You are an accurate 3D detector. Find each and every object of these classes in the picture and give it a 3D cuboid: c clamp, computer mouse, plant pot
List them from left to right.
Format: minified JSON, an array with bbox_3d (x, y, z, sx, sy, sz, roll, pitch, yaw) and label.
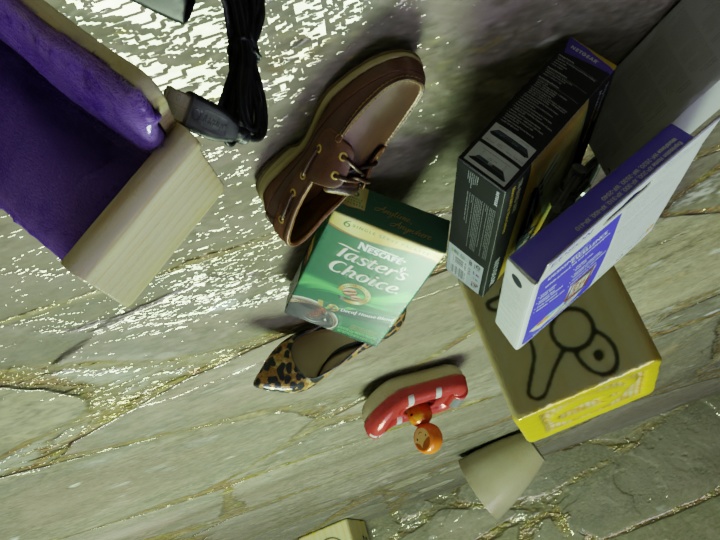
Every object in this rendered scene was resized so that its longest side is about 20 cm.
[{"bbox_3d":[-0.114,-0.142,0.378,0.045,0.144,0.199,-15,158,23],"label":"computer mouse"},{"bbox_3d":[0.403,0.544,2.083,0.199,0.189,0.187,-38,152,6],"label":"plant pot"},{"bbox_3d":[0.186,-0.036,0.757,0.171,0.027,0.202,-45,160,-40],"label":"c clamp"}]

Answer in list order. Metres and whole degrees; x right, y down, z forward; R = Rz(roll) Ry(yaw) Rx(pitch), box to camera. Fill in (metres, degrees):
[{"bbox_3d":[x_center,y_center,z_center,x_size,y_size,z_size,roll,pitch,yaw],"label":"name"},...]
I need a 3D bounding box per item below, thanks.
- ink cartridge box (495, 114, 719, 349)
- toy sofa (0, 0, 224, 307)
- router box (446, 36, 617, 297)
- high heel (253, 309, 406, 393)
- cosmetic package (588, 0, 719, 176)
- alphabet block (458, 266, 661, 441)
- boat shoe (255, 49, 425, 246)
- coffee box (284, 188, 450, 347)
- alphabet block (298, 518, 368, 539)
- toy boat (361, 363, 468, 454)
[{"bbox_3d":[0.206,-0.036,0.661,0.197,0.044,0.201,-38,160,-12],"label":"ink cartridge box"},{"bbox_3d":[-0.169,-0.081,0.364,0.083,0.198,0.098,-50,164,-10],"label":"toy sofa"},{"bbox_3d":[0.149,-0.085,0.693,0.158,0.052,0.201,-47,160,-17],"label":"router box"},{"bbox_3d":[-0.035,0.087,0.944,0.197,0.073,0.142,-21,167,-41],"label":"high heel"},{"bbox_3d":[0.284,-0.173,0.668,0.050,0.084,0.200,-1,149,-34],"label":"cosmetic package"},{"bbox_3d":[0.262,0.086,1.002,0.192,0.204,0.196,-24,155,11],"label":"alphabet block"},{"bbox_3d":[-0.012,-0.094,0.620,0.071,0.069,0.199,6,144,-43],"label":"boat shoe"},{"bbox_3d":[0.000,0.000,0.784,0.120,0.045,0.201,21,143,-10],"label":"coffee box"},{"bbox_3d":[-0.068,0.949,2.475,0.192,0.204,0.197,-24,155,9],"label":"alphabet block"},{"bbox_3d":[0.102,0.254,1.313,0.195,0.133,0.131,-12,154,-16],"label":"toy boat"}]
